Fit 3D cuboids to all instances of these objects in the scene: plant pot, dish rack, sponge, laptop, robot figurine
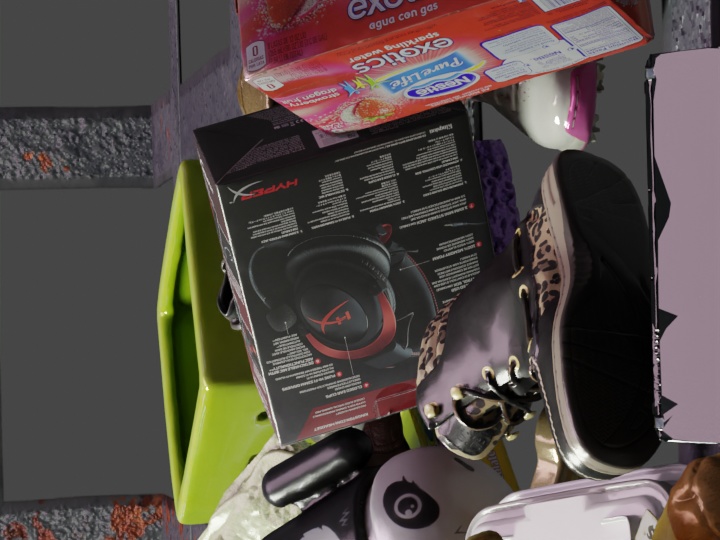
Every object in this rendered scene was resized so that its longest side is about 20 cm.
[{"bbox_3d":[-0.044,0.050,2.007,0.199,0.181,0.201,104,161,-55],"label":"plant pot"},{"bbox_3d":[0.111,0.202,1.394,0.171,0.043,0.201,-16,73,48],"label":"dish rack"},{"bbox_3d":[0.069,0.013,1.812,0.200,0.030,0.112,107,158,-59],"label":"sponge"},{"bbox_3d":[0.184,-0.012,1.277,0.200,0.103,0.178,1,-91,-76],"label":"laptop"},{"bbox_3d":[0.010,0.185,1.631,0.200,0.150,0.125,-34,33,32],"label":"robot figurine"}]

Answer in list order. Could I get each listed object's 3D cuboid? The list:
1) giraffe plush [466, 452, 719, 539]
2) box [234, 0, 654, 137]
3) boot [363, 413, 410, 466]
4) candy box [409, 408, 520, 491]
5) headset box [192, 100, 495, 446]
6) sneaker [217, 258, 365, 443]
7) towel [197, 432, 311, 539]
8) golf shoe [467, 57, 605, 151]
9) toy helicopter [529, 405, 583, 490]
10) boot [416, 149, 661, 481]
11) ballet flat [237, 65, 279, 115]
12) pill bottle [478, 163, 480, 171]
[{"bbox_3d":[0.103,0.165,1.228,0.200,0.162,0.173,-150,59,-61],"label":"giraffe plush"},{"bbox_3d":[0.042,-0.151,1.461,0.100,0.199,0.096,31,-131,-56],"label":"box"},{"bbox_3d":[0.027,0.121,1.752,0.186,0.064,0.201,164,92,-69],"label":"boot"},{"bbox_3d":[0.069,0.128,1.760,0.102,0.026,0.201,103,152,-60],"label":"candy box"},{"bbox_3d":[0.000,0.000,1.596,0.075,0.148,0.201,-117,11,-59],"label":"headset box"},{"bbox_3d":[-0.052,0.023,1.679,0.077,0.082,0.201,21,129,53],"label":"sneaker"},{"bbox_3d":[-0.016,0.209,1.746,0.149,0.200,0.036,-56,-15,24],"label":"towel"},{"bbox_3d":[0.080,-0.114,1.588,0.200,0.091,0.076,-127,40,-69],"label":"golf shoe"},{"bbox_3d":[0.089,0.161,1.526,0.079,0.132,0.201,13,87,49],"label":"toy helicopter"},{"bbox_3d":[0.093,0.052,1.467,0.151,0.073,0.201,-49,35,42],"label":"boot"},{"bbox_3d":[-0.004,-0.162,1.661,0.200,0.068,0.072,-53,27,10],"label":"ballet flat"},{"bbox_3d":[0.006,-0.092,1.775,0.200,0.111,0.112,-107,19,-65],"label":"pill bottle"}]
